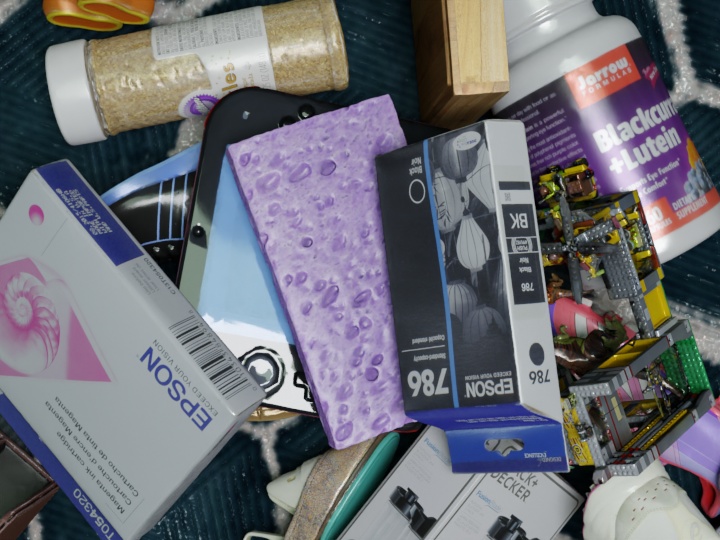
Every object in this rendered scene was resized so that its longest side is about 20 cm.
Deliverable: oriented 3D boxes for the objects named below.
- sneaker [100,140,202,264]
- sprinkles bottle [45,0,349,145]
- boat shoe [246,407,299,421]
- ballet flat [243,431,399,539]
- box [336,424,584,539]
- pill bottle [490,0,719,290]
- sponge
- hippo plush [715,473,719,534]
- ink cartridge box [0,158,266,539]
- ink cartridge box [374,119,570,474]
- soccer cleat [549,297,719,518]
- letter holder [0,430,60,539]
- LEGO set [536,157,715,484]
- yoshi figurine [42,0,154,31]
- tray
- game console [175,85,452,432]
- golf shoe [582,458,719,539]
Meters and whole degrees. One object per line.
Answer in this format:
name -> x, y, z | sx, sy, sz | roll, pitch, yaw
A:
sneaker -> -0.115, -0.034, 0.844 | 0.198, 0.070, 0.079 | -29, 84, -3
sprinkles bottle -> -0.109, -0.137, 0.845 | 0.197, 0.068, 0.069 | -12, 91, -2
boat shoe -> -0.034, 0.061, 0.848 | 0.197, 0.069, 0.075 | -7, 84, -7
ballet flat -> -0.044, 0.182, 0.854 | 0.067, 0.068, 0.202 | 26, 88, 19
box -> 0.046, 0.193, 0.828 | 0.201, 0.060, 0.117 | -51, 133, -2
pill bottle -> 0.153, -0.099, 0.832 | 0.110, 0.111, 0.202 | -27, 91, -2
sponge -> 0.000, 0.000, 0.784 | 0.110, 0.030, 0.202 | -20, 89, -14
hippo plush -> 0.341, 0.190, 0.800 | 0.198, 0.161, 0.161 | -16, 110, -16
ink cartridge box -> -0.180, 0.069, 0.791 | 0.197, 0.043, 0.200 | 47, 122, 9
ink cartridge box -> 0.063, 0.021, 0.729 | 0.039, 0.099, 0.203 | -5, 84, -41
soccer cleat -> 0.194, 0.089, 0.861 | 0.199, 0.067, 0.077 | 35, 94, -5
letter holder -> -0.307, 0.194, 0.803 | 0.100, 0.142, 0.201 | 40, 89, -2
LEGO set -> 0.120, 0.044, 0.767 | 0.115, 0.153, 0.202 | -27, 109, -42
yoshi figurine -> -0.179, -0.269, 0.825 | 0.111, 0.112, 0.203 | 5, 87, 4
tray -> 0.058, -0.148, 0.784 | 0.036, 0.200, 0.100 | -4, 91, -1
game console -> -0.027, -0.008, 0.806 | 0.174, 0.031, 0.203 | 11, 83, -5
golf shoe -> 0.195, 0.210, 0.808 | 0.075, 0.091, 0.201 | -33, 133, -18
